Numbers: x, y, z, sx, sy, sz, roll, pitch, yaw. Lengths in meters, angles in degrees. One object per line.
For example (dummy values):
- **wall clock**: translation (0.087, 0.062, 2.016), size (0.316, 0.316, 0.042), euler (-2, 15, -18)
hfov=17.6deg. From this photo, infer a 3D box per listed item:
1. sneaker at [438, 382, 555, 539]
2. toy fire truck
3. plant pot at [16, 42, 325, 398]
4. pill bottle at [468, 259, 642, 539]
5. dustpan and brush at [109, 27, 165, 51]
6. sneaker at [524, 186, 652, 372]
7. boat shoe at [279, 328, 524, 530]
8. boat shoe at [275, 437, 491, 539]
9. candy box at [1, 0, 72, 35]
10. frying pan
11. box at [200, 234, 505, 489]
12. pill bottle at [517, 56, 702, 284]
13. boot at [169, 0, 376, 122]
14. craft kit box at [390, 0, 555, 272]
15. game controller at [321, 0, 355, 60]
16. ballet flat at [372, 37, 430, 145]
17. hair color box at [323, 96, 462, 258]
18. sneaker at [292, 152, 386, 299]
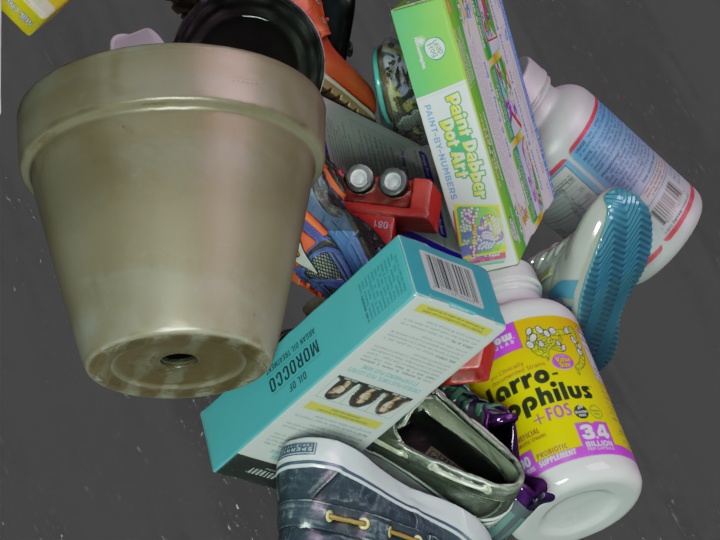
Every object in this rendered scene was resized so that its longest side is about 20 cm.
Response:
- **sneaker**: translation (0.069, 0.097, 1.641), size (0.074, 0.087, 0.201), euler (-2, 58, -53)
- **toy fire truck**: translation (0.000, 0.000, 1.623), size (0.049, 0.199, 0.142), euler (50, 48, -72)
- **plant pot**: translation (-0.115, -0.021, 1.458), size (0.199, 0.200, 0.174), euler (18, 58, -42)
- **pill bottle**: translation (0.126, 0.093, 1.705), size (0.104, 0.104, 0.201), euler (15, 44, -44)
- **dustpan and brush**: translation (-0.141, -0.110, 1.584), size (0.140, 0.057, 0.200), euler (63, -6, 5)
- **sneaker**: translation (0.163, 0.006, 1.780), size (0.076, 0.201, 0.081), euler (-26, 58, -32)
- **boat shoe**: translation (0.024, 0.094, 1.561), size (0.200, 0.064, 0.071), euler (33, 54, 6)
- **boat shoe**: translation (0.010, 0.185, 1.499), size (0.200, 0.071, 0.091), euler (33, 56, -42)
- **candy box**: translation (-0.230, -0.246, 1.693), size (0.102, 0.026, 0.200), euler (46, 31, -7)
- **frying pan**: translation (-0.098, -0.186, 1.715), size (0.031, 0.114, 0.191), euler (159, -93, -84)
- **box**: translation (-0.007, 0.064, 1.467), size (0.082, 0.200, 0.049), euler (20, 40, -39)
- **pill bottle**: translation (0.187, -0.086, 1.979), size (0.200, 0.109, 0.109), euler (41, 31, -14)
- **boot**: translation (-0.048, -0.194, 1.786), size (0.200, 0.075, 0.107), euler (43, 65, -13)
- **craft kit box**: translation (0.087, -0.119, 1.717), size (0.198, 0.048, 0.201), euler (-55, 130, -72)
- **game controller**: translation (-0.034, -0.257, 1.891), size (0.042, 0.105, 0.201), euler (2, 48, -20)
- **ballet flat**: translation (0.045, -0.140, 1.802), size (0.072, 0.072, 0.200), euler (54, -2, 7)
- **hair color box**: translation (0.028, -0.045, 1.771), size (0.199, 0.065, 0.110), euler (23, 39, -35)
- **sneaker**: translation (-0.030, -0.013, 1.577), size (0.200, 0.078, 0.075), euler (58, 13, 26)
